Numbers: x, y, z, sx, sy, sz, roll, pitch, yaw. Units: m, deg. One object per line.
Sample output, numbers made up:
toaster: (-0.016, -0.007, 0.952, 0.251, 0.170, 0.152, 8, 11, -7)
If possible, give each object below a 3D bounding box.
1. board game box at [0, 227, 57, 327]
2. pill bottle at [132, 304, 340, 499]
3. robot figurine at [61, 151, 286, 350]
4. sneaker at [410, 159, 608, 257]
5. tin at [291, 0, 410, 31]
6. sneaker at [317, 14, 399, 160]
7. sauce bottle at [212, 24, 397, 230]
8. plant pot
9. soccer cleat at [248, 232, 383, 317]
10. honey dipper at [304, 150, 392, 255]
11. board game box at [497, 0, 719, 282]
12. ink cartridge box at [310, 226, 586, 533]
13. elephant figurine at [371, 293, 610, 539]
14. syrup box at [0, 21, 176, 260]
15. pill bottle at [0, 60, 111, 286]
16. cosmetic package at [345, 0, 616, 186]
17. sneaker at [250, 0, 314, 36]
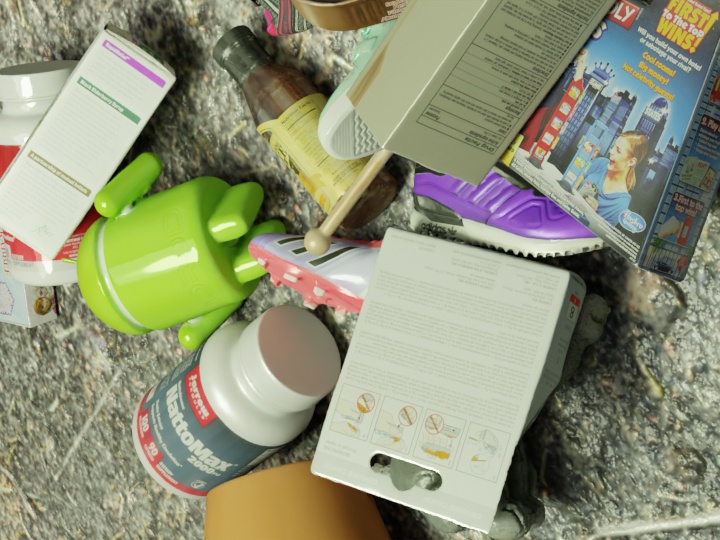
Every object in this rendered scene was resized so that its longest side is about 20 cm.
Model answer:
board game box: (-0.410, -0.052, 1.748, 0.198, 0.041, 0.202, 9, 110, 39)
pill bottle: (-0.110, 0.115, 1.489, 0.200, 0.119, 0.120, -40, 78, 42)
robot figurine: (-0.168, -0.012, 1.477, 0.198, 0.116, 0.176, -19, 119, 23)
sneaker: (0.119, -0.069, 1.258, 0.199, 0.069, 0.101, 9, 105, 37)
tin: (0.036, -0.240, 1.218, 0.198, 0.042, 0.113, -13, 58, 13)
sneaker: (0.012, -0.177, 1.255, 0.118, 0.201, 0.074, 32, 163, 33)
sauce bottle: (-0.051, -0.124, 1.393, 0.200, 0.066, 0.066, 50, 131, 19)
plant pot: (-0.056, 0.250, 1.453, 0.199, 0.199, 0.141, -27, 71, 43)
soccer cleat: (0.000, 0.000, 1.373, 0.199, 0.077, 0.067, 21, 163, 26)
honey dipper: (0.017, -0.093, 1.313, 0.038, 0.038, 0.201, 44, 108, 20)
board game box: (0.195, -0.131, 1.150, 0.200, 0.061, 0.201, 44, 110, 41)
ink cartridge box: (0.067, 0.081, 1.245, 0.161, 0.050, 0.202, 15, 84, 28)
elephant figurine: (0.098, 0.100, 1.314, 0.142, 0.153, 0.202, -124, 39, -76)
syrup box: (-0.251, -0.119, 1.485, 0.081, 0.079, 0.201, 35, 96, -14)
pill bottle: (-0.295, -0.095, 1.584, 0.111, 0.112, 0.202, 7, 109, 39)
cosmetic package: (0.091, -0.167, 1.146, 0.201, 0.105, 0.071, -53, 44, 20)
sneaker: (-0.085, -0.259, 1.293, 0.074, 0.081, 0.200, -24, 131, 18)
